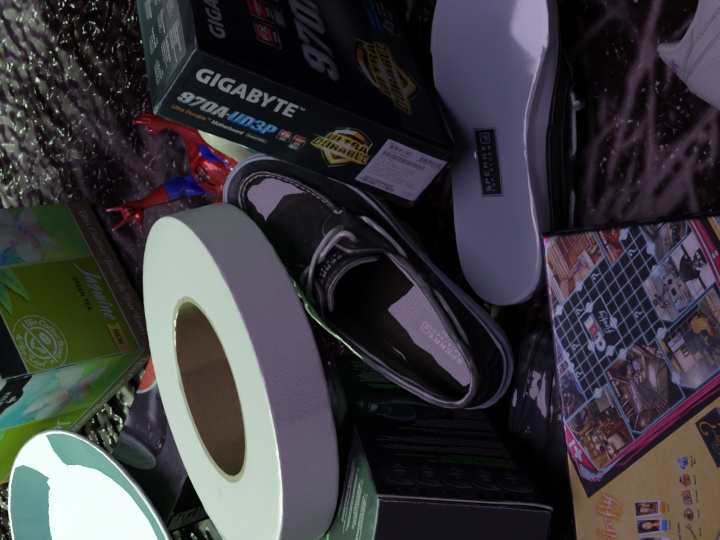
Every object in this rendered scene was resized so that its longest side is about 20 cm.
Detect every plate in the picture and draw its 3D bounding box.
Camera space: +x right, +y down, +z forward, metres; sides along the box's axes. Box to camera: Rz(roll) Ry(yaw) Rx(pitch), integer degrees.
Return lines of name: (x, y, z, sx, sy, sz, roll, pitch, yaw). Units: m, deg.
plate: (-0.180, 0.204, 0.917, 0.198, 0.025, 0.204, 16, 115, 38)

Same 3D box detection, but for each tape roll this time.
tape roll: (-0.072, 0.064, 0.740, 0.203, 0.037, 0.206, 43, 142, 48)

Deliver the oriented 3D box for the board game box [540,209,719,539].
board game box: (0.169, 0.073, 0.663, 0.133, 0.035, 0.204, -6, 94, 10)

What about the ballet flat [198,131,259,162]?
ballet flat: (-0.067, -0.149, 0.802, 0.069, 0.069, 0.203, -28, 47, 36)

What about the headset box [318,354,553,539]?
headset box: (0.027, 0.165, 0.711, 0.091, 0.200, 0.177, 5, 105, -10)

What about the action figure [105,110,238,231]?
action figure: (-0.136, -0.109, 0.854, 0.065, 0.098, 0.202, -34, 79, 56)

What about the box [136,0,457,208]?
box: (-0.043, -0.137, 0.695, 0.046, 0.157, 0.202, -48, 39, 32)

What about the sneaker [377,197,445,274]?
sneaker: (-0.025, -0.040, 0.790, 0.201, 0.085, 0.077, 53, 123, 18)

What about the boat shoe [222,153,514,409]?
boat shoe: (0.000, 0.000, 0.704, 0.199, 0.071, 0.073, 36, 100, 15)

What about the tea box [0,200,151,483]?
tea box: (-0.287, 0.065, 0.933, 0.200, 0.195, 0.135, -42, 73, 34)

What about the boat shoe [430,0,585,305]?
boat shoe: (0.089, -0.085, 0.708, 0.073, 0.068, 0.203, 0, 104, 35)

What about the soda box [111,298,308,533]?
soda box: (-0.104, 0.078, 0.884, 0.071, 0.063, 0.202, 38, 117, 25)

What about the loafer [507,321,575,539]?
loafer: (0.120, 0.134, 0.722, 0.071, 0.072, 0.204, 9, 104, 30)

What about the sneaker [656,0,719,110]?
sneaker: (0.205, -0.164, 0.603, 0.099, 0.074, 0.202, 36, 117, 25)
